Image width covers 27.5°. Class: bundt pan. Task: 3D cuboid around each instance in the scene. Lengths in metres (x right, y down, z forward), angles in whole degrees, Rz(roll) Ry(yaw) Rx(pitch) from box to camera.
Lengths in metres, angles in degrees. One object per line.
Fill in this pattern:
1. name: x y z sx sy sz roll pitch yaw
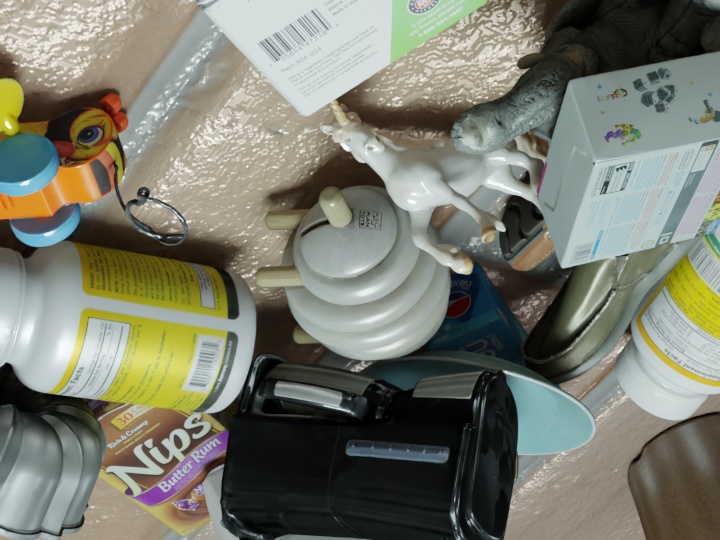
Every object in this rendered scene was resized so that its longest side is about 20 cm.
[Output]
1. bundt pan: -0.274 0.109 1.085 0.202 0.202 0.076 24 101 -37

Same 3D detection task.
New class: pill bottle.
1. pill bottle: -0.188 0.039 1.086 0.200 0.112 0.112 11 132 -28
2. pill bottle: 0.300 0.033 1.248 0.113 0.113 0.200 7 133 -26

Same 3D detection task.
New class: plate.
1. plate: 0.094 0.104 1.201 0.200 0.026 0.200 12 155 6

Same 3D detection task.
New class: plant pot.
1. plant pot: 0.369 0.262 1.459 0.200 0.198 0.200 -9 139 -8

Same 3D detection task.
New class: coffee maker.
1. coffee maker: 0.009 0.164 1.114 0.200 0.192 0.135 3 -179 26

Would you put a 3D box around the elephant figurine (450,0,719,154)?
1. elephant figurine: 0.169 -0.140 1.003 0.200 0.142 0.155 -42 119 17

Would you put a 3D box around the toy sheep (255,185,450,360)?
1. toy sheep: 0.000 0.000 1.097 0.138 0.138 0.200 -23 150 6

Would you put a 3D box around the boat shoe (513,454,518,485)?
1. boat shoe: 0.088 0.168 1.244 0.073 0.075 0.200 12 167 -21

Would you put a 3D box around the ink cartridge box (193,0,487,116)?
1. ink cartridge box: -0.036 -0.209 0.887 0.145 0.084 0.200 -30 138 14

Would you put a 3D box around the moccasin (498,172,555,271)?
1. moccasin: 0.187 -0.072 1.131 0.078 0.074 0.201 30 111 -31

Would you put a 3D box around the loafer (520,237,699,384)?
1. loafer: 0.192 0.003 1.195 0.070 0.075 0.200 37 93 -29

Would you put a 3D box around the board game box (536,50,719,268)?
1. board game box: 0.226 -0.079 0.957 0.200 0.064 0.148 -11 157 -7

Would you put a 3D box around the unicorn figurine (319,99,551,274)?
1. unicorn figurine: 0.062 -0.069 1.047 0.200 0.137 0.074 -9 141 -46

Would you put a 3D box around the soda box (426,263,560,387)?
1. soda box: 0.118 0.082 1.276 0.068 0.064 0.200 -27 138 10

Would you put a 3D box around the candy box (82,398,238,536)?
1. candy box: -0.161 0.145 1.256 0.117 0.056 0.200 -28 137 13

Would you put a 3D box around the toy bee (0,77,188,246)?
1. toy bee: -0.201 -0.069 0.988 0.200 0.109 0.131 18 141 -2

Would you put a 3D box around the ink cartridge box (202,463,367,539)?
1. ink cartridge box: -0.020 0.228 1.216 0.147 0.200 0.083 -25 137 -18
